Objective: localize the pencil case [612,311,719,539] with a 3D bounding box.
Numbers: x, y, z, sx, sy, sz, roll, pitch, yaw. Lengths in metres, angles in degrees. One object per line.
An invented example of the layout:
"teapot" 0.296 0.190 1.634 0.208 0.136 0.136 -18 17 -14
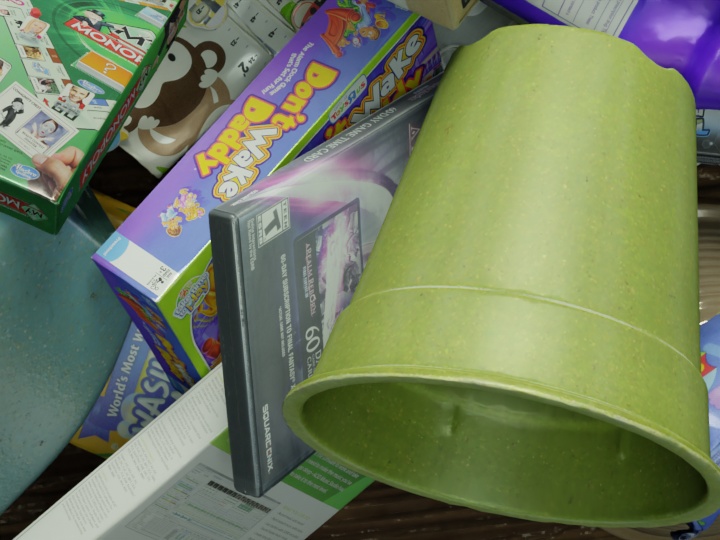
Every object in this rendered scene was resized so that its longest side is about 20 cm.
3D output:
"pencil case" 0.212 0.045 0.858 0.200 0.087 0.078 -39 111 5

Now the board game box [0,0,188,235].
"board game box" -0.194 -0.112 0.773 0.199 0.029 0.135 24 58 4

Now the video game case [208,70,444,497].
"video game case" 0.000 0.000 0.837 0.019 0.200 0.144 15 122 32

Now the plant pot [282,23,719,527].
"plant pot" 0.082 -0.002 0.797 0.199 0.200 0.191 16 69 -6

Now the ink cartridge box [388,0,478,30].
"ink cartridge box" -0.030 -0.212 0.760 0.199 0.165 0.075 28 72 26

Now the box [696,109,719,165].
"box" 0.226 -0.104 0.871 0.199 0.035 0.111 8 87 15

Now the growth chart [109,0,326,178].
"growth chart" -0.102 -0.119 0.908 0.199 0.018 0.145 27 101 -32

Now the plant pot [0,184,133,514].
"plant pot" -0.226 0.003 0.837 0.200 0.196 0.196 -37 60 2

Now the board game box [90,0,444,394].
"board game box" -0.033 -0.035 0.868 0.045 0.135 0.200 32 72 27

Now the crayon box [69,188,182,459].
"crayon box" -0.130 0.035 0.953 0.199 0.052 0.126 24 99 -7

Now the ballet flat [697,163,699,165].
"ballet flat" 0.195 -0.109 0.940 0.200 0.069 0.069 -44 100 8

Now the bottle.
"bottle" 0.138 -0.133 0.845 0.199 0.065 0.084 32 91 15

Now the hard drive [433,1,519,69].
"hard drive" 0.034 -0.198 0.910 0.140 0.038 0.200 -44 100 -5

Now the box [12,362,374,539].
"box" -0.090 0.130 0.895 0.200 0.144 0.036 -39 57 8

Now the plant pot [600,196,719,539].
"plant pot" 0.187 0.066 0.953 0.199 0.093 0.202 -1 102 -3
